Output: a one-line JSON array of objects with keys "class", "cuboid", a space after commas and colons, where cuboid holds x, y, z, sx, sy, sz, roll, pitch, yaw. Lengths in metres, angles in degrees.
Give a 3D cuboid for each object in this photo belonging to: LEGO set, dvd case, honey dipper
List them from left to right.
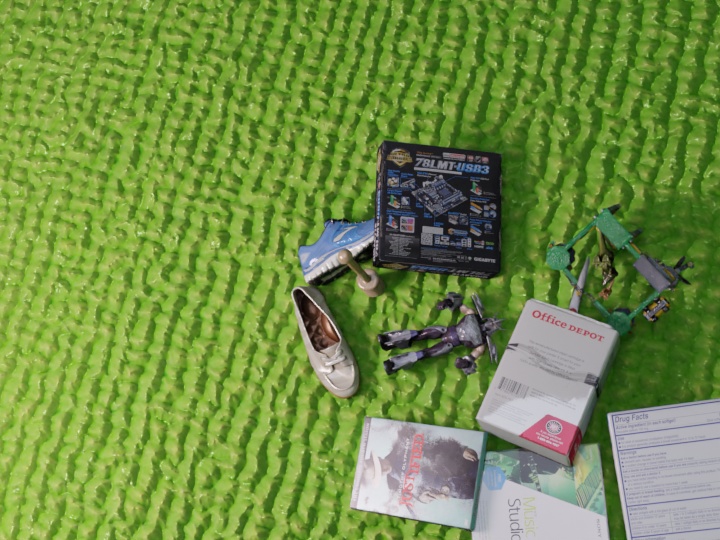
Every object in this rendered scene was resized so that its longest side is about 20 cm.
[{"class": "honey dipper", "cuboid": [0.000, 0.000, 1.671, 0.038, 0.200, 0.038, -3, 74, 12]}, {"class": "dvd case", "cuboid": [0.086, 0.303, 1.644, 0.199, 0.022, 0.147, 4, 76, 28]}, {"class": "LEGO set", "cuboid": [0.387, -0.006, 1.641, 0.200, 0.116, 0.154, 41, 111, 14]}]

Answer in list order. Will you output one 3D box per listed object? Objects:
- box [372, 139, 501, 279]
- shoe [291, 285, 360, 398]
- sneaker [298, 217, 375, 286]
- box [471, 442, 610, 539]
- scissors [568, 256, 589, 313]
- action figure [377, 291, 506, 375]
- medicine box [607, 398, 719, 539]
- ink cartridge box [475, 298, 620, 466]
[{"class": "box", "cuboid": [0.122, -0.095, 1.708, 0.199, 0.050, 0.199, 5, 73, -12]}, {"class": "shoe", "cuboid": [-0.061, 0.112, 1.734, 0.070, 0.053, 0.201, -28, 70, 6]}, {"class": "sneaker", "cuboid": [-0.016, -0.058, 1.756, 0.199, 0.079, 0.089, -29, 73, 5]}, {"class": "box", "cuboid": [0.260, 0.334, 1.603, 0.199, 0.036, 0.145, -7, 73, 11]}, {"class": "scissors", "cuboid": [0.316, 0.074, 1.670, 0.073, 0.014, 0.201, 0, 77, 16]}, {"class": "action figure", "cuboid": [0.130, 0.106, 1.681, 0.199, 0.069, 0.131, -17, 67, 6]}, {"class": "medicine box", "cuboid": [0.454, 0.290, 1.530, 0.181, 0.103, 0.201, -9, 73, 12]}, {"class": "ink cartridge box", "cuboid": [0.278, 0.162, 1.596, 0.145, 0.083, 0.201, 20, 75, 23]}]
